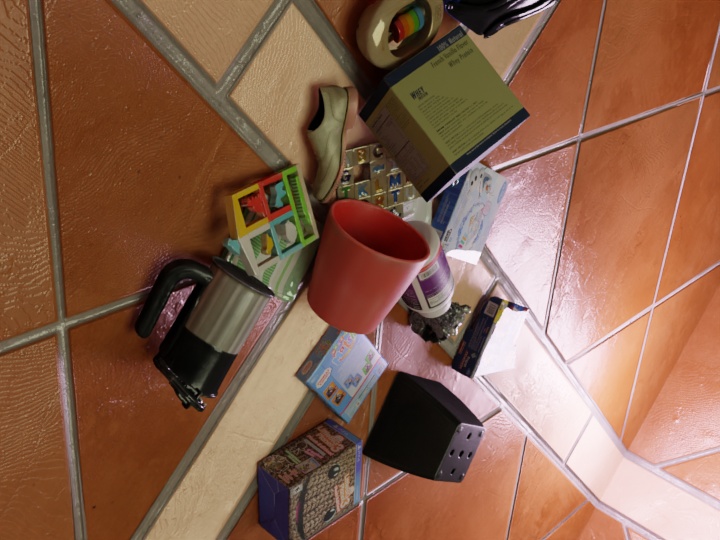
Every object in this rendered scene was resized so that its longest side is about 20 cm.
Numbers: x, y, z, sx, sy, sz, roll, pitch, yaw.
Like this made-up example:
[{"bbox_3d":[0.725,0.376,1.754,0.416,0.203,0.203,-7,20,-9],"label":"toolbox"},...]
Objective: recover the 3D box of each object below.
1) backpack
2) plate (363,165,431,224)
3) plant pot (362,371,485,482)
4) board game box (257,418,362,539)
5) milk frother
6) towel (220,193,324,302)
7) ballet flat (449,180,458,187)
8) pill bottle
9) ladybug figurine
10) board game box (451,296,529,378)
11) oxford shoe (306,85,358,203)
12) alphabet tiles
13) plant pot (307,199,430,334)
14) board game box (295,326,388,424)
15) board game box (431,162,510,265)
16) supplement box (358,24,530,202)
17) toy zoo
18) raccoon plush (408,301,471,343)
[{"bbox_3d":[0.251,-0.525,1.580,0.161,0.198,0.171,5,76,-54],"label":"backpack"},{"bbox_3d":[0.082,-0.132,1.759,0.198,0.032,0.203,-29,132,-39],"label":"plate"},{"bbox_3d":[0.157,0.365,2.022,0.199,0.176,0.202,22,94,-54],"label":"plant pot"},{"bbox_3d":[-0.099,0.420,1.806,0.199,0.096,0.162,-26,129,-40],"label":"board game box"},{"bbox_3d":[-0.224,0.096,1.370,0.179,0.199,0.190,27,96,-44],"label":"milk frother"},{"bbox_3d":[-0.145,-0.038,1.543,0.199,0.023,0.154,28,87,-53],"label":"towel"},{"bbox_3d":[0.141,-0.246,1.706,0.071,0.067,0.200,-53,124,-18],"label":"ballet flat"},{"bbox_3d":[0.118,0.004,1.767,0.113,0.112,0.201,-49,143,-19],"label":"pill bottle"},{"bbox_3d":[0.063,-0.418,1.534,0.199,0.071,0.138,-35,134,-33],"label":"ladybug figurine"},{"bbox_3d":[0.327,0.167,2.209,0.199,0.061,0.203,18,96,-54],"label":"board game box"},{"bbox_3d":[-0.062,-0.213,1.524,0.073,0.071,0.203,4,110,-25],"label":"oxford shoe"},{"bbox_3d":[0.047,-0.160,1.662,0.197,0.008,0.170,-17,125,-19],"label":"alphabet tiles"},{"bbox_3d":[0.000,0.000,1.614,0.199,0.200,0.179,-5,130,-49],"label":"plant pot"},{"bbox_3d":[-0.032,0.196,1.807,0.152,0.036,0.200,-54,143,-14],"label":"board game box"},{"bbox_3d":[0.226,-0.123,1.921,0.198,0.043,0.203,14,99,-57],"label":"board game box"},{"bbox_3d":[0.143,-0.270,1.577,0.199,0.201,0.134,-38,179,-26],"label":"supplement box"},{"bbox_3d":[-0.148,-0.079,1.457,0.199,0.020,0.133,-33,113,-48],"label":"toy zoo"},{"bbox_3d":[0.177,0.060,1.945,0.134,0.096,0.203,-38,137,-41],"label":"raccoon plush"}]
